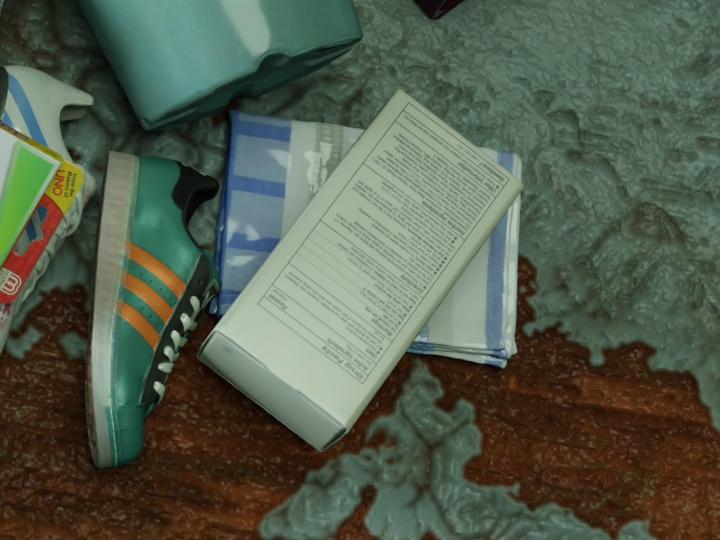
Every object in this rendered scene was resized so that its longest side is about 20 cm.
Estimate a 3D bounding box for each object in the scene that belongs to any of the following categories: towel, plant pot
[{"bbox_3d":[0.007,-0.022,1.588,0.200,0.024,0.147,9,72,-12],"label":"towel"},{"bbox_3d":[-0.101,-0.203,1.532,0.200,0.200,0.196,-23,89,-19],"label":"plant pot"}]

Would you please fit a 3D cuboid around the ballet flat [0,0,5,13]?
[{"bbox_3d":[-0.237,-0.182,1.527,0.074,0.074,0.200,14,59,-10],"label":"ballet flat"}]

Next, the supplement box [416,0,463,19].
[{"bbox_3d":[0.035,-0.284,1.613,0.103,0.131,0.200,-39,87,-21],"label":"supplement box"}]

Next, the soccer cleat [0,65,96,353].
[{"bbox_3d":[-0.203,-0.027,1.512,0.086,0.070,0.200,12,75,-23],"label":"soccer cleat"}]

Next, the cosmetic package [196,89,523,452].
[{"bbox_3d":[0.000,0.000,1.528,0.105,0.071,0.200,39,69,-1],"label":"cosmetic package"}]

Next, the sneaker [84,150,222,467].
[{"bbox_3d":[-0.124,0.024,1.515,0.080,0.071,0.200,6,72,-8],"label":"sneaker"}]

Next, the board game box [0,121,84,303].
[{"bbox_3d":[-0.265,-0.063,1.424,0.200,0.030,0.096,29,99,-14],"label":"board game box"}]
